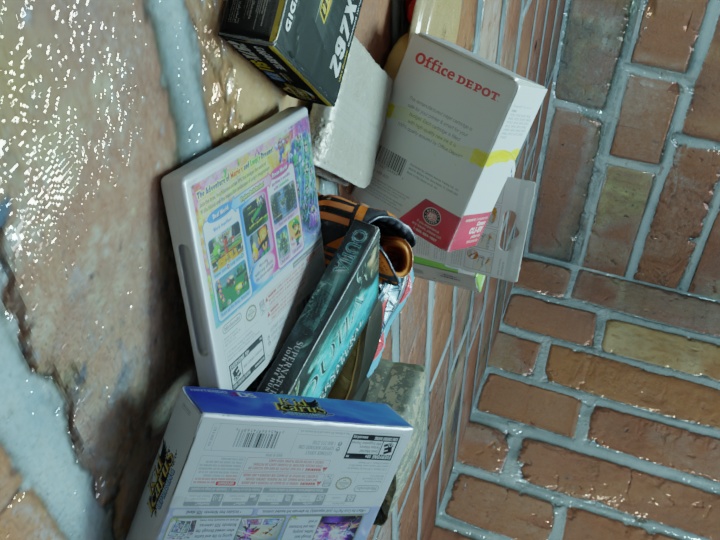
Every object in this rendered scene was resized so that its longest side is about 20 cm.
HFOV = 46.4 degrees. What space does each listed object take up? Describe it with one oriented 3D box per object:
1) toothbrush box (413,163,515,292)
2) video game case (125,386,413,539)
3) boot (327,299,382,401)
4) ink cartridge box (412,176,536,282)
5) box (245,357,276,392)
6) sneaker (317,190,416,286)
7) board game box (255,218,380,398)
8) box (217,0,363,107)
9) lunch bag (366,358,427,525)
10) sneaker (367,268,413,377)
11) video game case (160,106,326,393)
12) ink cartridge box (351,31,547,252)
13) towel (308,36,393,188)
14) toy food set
[{"bbox_3d":[0.127,-0.088,1.208,0.086,0.145,0.201,58,49,-69],"label":"toothbrush box"},{"bbox_3d":[-0.074,0.185,0.653,0.199,0.045,0.182,13,104,-38],"label":"video game case"},{"bbox_3d":[-0.024,0.100,0.930,0.074,0.075,0.200,-55,166,-45],"label":"boot"},{"bbox_3d":[0.119,-0.082,1.074,0.050,0.199,0.163,-60,159,-46],"label":"ink cartridge box"},{"bbox_3d":[-0.085,0.113,0.807,0.200,0.048,0.118,3,101,-77],"label":"box"},{"bbox_3d":[0.000,0.000,0.884,0.200,0.112,0.078,77,31,-60],"label":"sneaker"},{"bbox_3d":[-0.035,0.069,0.758,0.135,0.028,0.200,89,25,-59],"label":"board game box"},{"bbox_3d":[-0.036,-0.246,0.653,0.160,0.049,0.201,21,83,-77],"label":"box"},{"bbox_3d":[0.029,0.249,1.215,0.164,0.117,0.201,-62,155,-44],"label":"lunch bag"},{"bbox_3d":[0.008,0.041,1.023,0.096,0.079,0.201,38,66,-72],"label":"sneaker"},{"bbox_3d":[-0.081,-0.018,0.672,0.200,0.024,0.183,-48,137,-57],"label":"video game case"},{"bbox_3d":[0.097,-0.144,0.946,0.083,0.145,0.201,-11,129,-55],"label":"ink cartridge box"},{"bbox_3d":[-0.013,-0.156,0.849,0.200,0.034,0.133,10,92,-76],"label":"towel"},{"bbox_3d":[0.080,-0.291,1.034,0.198,0.048,0.201,-37,139,-67],"label":"toy food set"}]
